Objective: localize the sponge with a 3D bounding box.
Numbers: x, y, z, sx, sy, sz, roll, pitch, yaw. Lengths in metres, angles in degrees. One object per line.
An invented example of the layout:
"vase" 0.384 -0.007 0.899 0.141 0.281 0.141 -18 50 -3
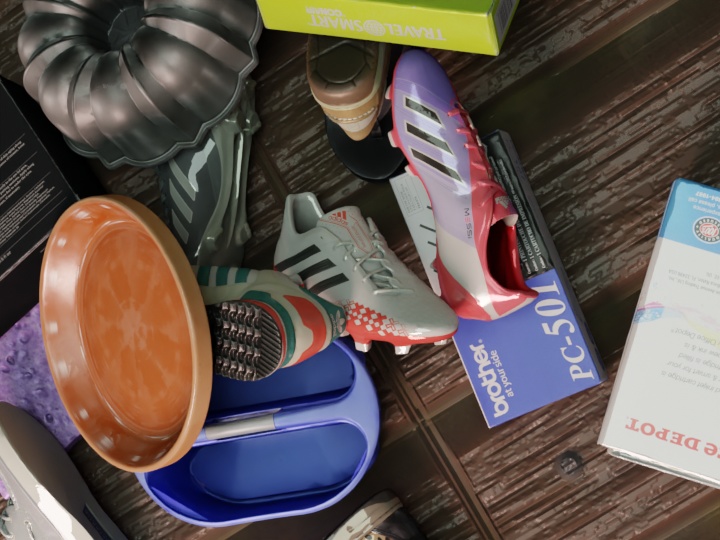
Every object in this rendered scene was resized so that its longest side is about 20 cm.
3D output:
"sponge" -0.239 0.076 1.447 0.200 0.030 0.112 -40 81 10

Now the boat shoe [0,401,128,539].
"boat shoe" -0.242 0.197 1.411 0.071 0.070 0.202 -32 100 14

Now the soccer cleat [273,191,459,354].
"soccer cleat" 0.000 0.000 1.327 0.200 0.068 0.086 27 120 51

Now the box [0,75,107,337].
"box" -0.304 -0.031 1.425 0.200 0.079 0.142 -40 71 10

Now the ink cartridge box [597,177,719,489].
"ink cartridge box" 0.267 0.051 1.299 0.143 0.085 0.202 17 93 13

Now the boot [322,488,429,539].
"boot" 0.002 0.283 1.371 0.151 0.073 0.200 44 94 9

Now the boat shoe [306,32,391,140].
"boat shoe" -0.003 -0.185 1.335 0.071 0.076 0.201 0 56 16

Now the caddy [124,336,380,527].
"caddy" -0.077 0.115 1.368 0.198 0.105 0.143 -11 87 13

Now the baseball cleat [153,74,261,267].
"baseball cleat" -0.133 -0.062 1.412 0.106 0.070 0.202 9 88 27

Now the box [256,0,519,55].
"box" 0.017 -0.218 1.274 0.198 0.048 0.123 10 56 21

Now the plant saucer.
"plant saucer" -0.167 0.044 1.318 0.199 0.032 0.202 15 110 46

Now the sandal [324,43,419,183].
"sandal" 0.014 -0.168 1.379 0.075 0.043 0.202 9 92 13

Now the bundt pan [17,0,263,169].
"bundt pan" -0.177 -0.183 1.375 0.200 0.076 0.204 -8 72 24

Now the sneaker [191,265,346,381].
"sneaker" -0.093 0.032 1.325 0.199 0.093 0.071 12 108 47

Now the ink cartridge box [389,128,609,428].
"ink cartridge box" 0.103 0.006 1.358 0.093 0.044 0.202 -23 85 14

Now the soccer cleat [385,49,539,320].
"soccer cleat" 0.075 -0.063 1.301 0.076 0.066 0.202 -12 92 41
